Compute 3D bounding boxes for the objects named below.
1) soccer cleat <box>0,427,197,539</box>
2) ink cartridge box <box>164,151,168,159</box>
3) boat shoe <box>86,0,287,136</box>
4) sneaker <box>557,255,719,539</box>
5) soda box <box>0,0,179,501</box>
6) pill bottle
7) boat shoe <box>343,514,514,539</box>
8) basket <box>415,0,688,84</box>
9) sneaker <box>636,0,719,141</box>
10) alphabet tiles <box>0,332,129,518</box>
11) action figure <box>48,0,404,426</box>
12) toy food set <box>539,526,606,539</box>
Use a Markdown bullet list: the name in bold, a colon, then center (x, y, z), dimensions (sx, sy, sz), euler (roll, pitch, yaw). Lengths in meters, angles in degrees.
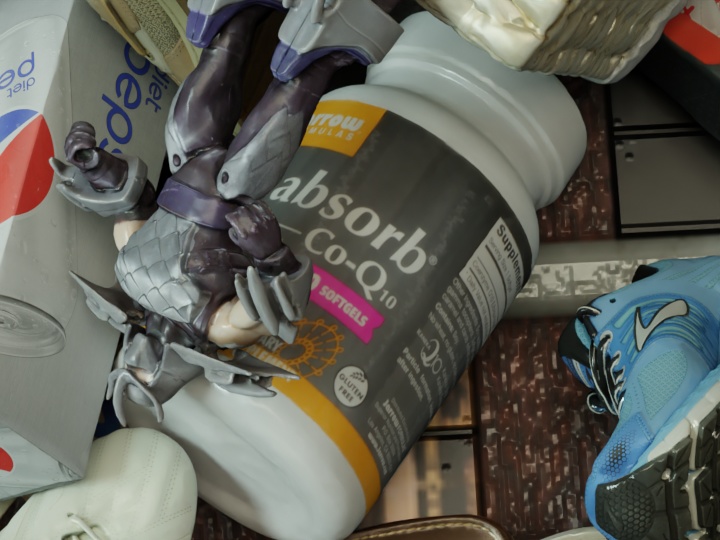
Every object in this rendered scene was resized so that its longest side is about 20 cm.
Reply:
- **soccer cleat**: center (-0.131, 0.137, 1.047), dimensions (0.069, 0.078, 0.200), euler (35, 75, 20)
- **ink cartridge box**: center (-0.106, -0.123, 1.212), dimensions (0.200, 0.057, 0.163), euler (-37, 77, 12)
- **boat shoe**: center (-0.070, -0.117, 1.094), dimensions (0.064, 0.200, 0.072), euler (16, 66, 29)
- **sneaker**: center (0.116, 0.052, 1.103), dimensions (0.089, 0.200, 0.079), euler (9, 115, 17)
- **soda box**: center (-0.128, -0.015, 1.097), dimensions (0.063, 0.068, 0.201), euler (-16, 49, 38)
- **pill bottle**: center (0.000, 0.000, 1.121), dimensions (0.116, 0.117, 0.200), euler (32, 65, 9)
- **boat shoe**: center (-0.028, 0.145, 1.113), dimensions (0.199, 0.068, 0.072), euler (-18, 72, -5)
- **basket**: center (0.064, -0.199, 1.076), dimensions (0.200, 0.161, 0.199), euler (40, 108, 10)
- **sneaker**: center (0.139, -0.144, 1.198), dimensions (0.201, 0.067, 0.108), euler (43, 72, 13)
- **alphabet tiles**: center (-0.154, 0.007, 1.120), dimensions (0.200, 0.006, 0.167), euler (47, 50, -14)
- **action figure**: center (-0.052, -0.039, 1.012), dimensions (0.130, 0.069, 0.201), euler (25, 97, 34)
- **toy food set**: center (0.034, 0.199, 1.072), dimensions (0.199, 0.060, 0.144), euler (-21, 104, -5)
